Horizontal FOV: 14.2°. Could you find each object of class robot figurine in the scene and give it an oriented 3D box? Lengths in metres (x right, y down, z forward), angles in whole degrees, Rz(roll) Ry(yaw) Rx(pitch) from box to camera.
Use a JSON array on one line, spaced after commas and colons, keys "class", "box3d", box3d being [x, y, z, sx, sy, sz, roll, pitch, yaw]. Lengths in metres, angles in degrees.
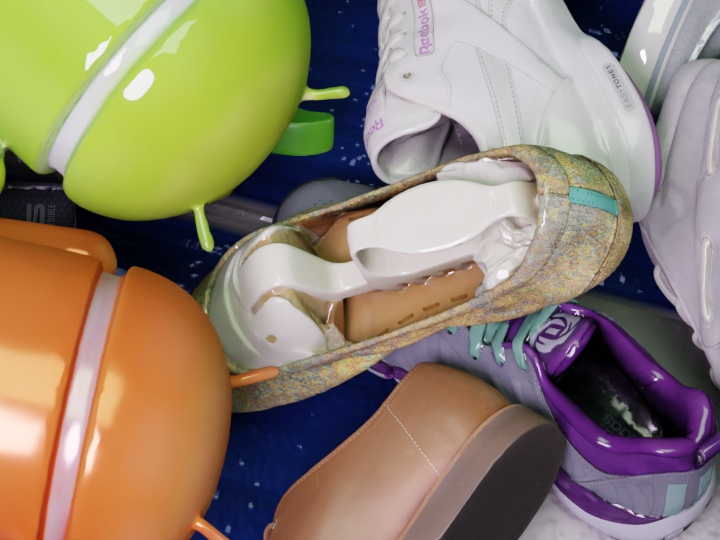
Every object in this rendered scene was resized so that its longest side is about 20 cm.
[{"class": "robot figurine", "box3d": [-0.102, -0.100, 1.034, 0.200, 0.116, 0.176, 41, 82, 5]}, {"class": "robot figurine", "box3d": [-0.131, 0.046, 0.981, 0.199, 0.144, 0.117, 12, 98, -2]}]

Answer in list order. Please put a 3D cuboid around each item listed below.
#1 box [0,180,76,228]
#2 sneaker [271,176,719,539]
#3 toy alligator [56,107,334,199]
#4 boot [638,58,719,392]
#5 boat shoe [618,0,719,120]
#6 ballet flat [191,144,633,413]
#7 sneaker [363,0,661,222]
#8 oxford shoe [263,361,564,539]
[{"class": "box", "box3d": [-0.184, 0.064, 1.059, 0.157, 0.051, 0.201, 1, 66, -3]}, {"class": "sneaker", "box3d": [0.055, 0.017, 1.079, 0.200, 0.088, 0.074, 34, 67, 10]}, {"class": "toy alligator", "box3d": [-0.110, -0.064, 1.125, 0.199, 0.060, 0.054, 2, 23, -1]}, {"class": "boot", "box3d": [0.153, 0.017, 1.100, 0.073, 0.095, 0.201, 0, 95, -32]}, {"class": "boat shoe", "box3d": [0.172, -0.128, 1.165, 0.071, 0.070, 0.201, 31, 64, 13]}, {"class": "ballet flat", "box3d": [0.000, 0.000, 1.041, 0.199, 0.071, 0.071, -18, 63, 27]}, {"class": "sneaker", "box3d": [0.033, -0.090, 1.116, 0.099, 0.075, 0.200, -20, 55, -18]}, {"class": "oxford shoe", "box3d": [-0.014, 0.119, 1.040, 0.071, 0.071, 0.200, 34, 77, 30]}]
